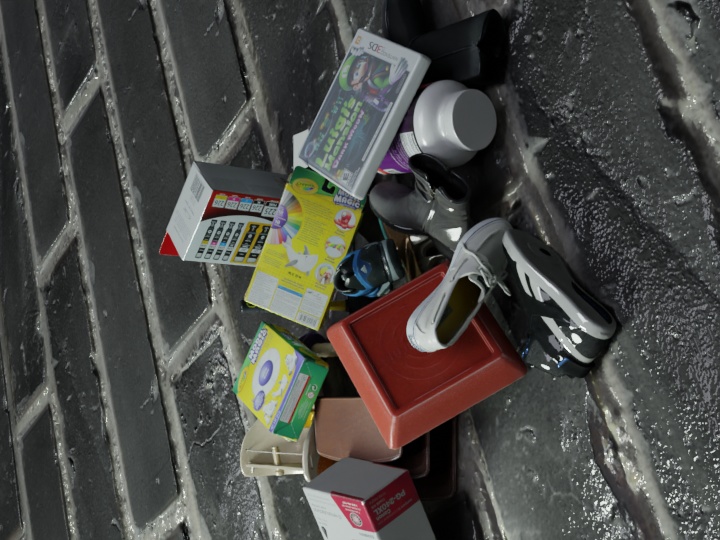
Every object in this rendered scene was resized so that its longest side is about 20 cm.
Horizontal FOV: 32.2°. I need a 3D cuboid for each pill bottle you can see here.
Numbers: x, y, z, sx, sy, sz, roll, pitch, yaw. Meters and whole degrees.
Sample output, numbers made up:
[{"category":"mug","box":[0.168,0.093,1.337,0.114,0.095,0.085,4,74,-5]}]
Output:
[{"category":"pill bottle","box":[0.086,-0.189,1.649,0.199,0.111,0.114,-2,84,54]}]

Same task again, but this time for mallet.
[{"category":"mallet","box":[-0.071,0.059,1.775,0.041,0.197,0.067,107,152,-57]}]

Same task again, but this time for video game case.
[{"category":"video game case","box":[0.000,-0.213,1.662,0.182,0.023,0.202,37,103,56]}]

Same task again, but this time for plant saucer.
[{"category":"plant saucer","box":[0.078,0.094,1.568,0.201,0.198,0.037,59,176,33]}]

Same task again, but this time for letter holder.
[{"category":"letter holder","box":[0.032,0.240,1.685,0.199,0.100,0.144,-8,81,54]}]

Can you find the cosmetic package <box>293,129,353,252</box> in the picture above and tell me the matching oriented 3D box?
[{"category":"cosmetic package","box":[-0.057,-0.103,1.868,0.050,0.082,0.203,-11,76,53]}]

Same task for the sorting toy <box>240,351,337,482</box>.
[{"category":"sorting toy","box":[-0.091,0.213,1.837,0.199,0.106,0.183,-9,83,57]}]

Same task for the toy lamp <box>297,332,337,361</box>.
[{"category":"toy lamp","box":[-0.039,0.118,1.836,0.199,0.058,0.059,-6,81,55]}]

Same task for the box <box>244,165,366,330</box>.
[{"category":"box","box":[-0.073,-0.033,1.724,0.048,0.116,0.202,-41,-28,-82]}]

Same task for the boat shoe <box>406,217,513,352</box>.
[{"category":"boat shoe","box":[0.139,0.015,1.515,0.202,0.075,0.086,-49,22,-21]}]

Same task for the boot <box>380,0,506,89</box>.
[{"category":"boot","box":[0.110,-0.320,1.670,0.199,0.065,0.167,-3,92,58]}]

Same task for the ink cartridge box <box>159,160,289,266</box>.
[{"category":"ink cartridge box","box":[-0.192,-0.065,1.951,0.084,0.198,0.177,54,127,42]}]

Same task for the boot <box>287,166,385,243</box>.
[{"category":"boot","box":[-0.023,-0.080,1.780,0.201,0.096,0.075,54,143,28]}]

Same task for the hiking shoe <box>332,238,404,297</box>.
[{"category":"hiking shoe","box":[0.000,0.000,1.686,0.200,0.086,0.075,119,134,-78]}]

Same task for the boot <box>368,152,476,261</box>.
[{"category":"boot","box":[0.080,-0.103,1.622,0.199,0.070,0.132,29,150,36]}]

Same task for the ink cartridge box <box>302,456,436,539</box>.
[{"category":"ink cartridge box","box":[0.027,0.355,1.614,0.145,0.083,0.202,-2,114,55]}]

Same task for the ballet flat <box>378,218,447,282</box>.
[{"category":"ballet flat","box":[0.086,-0.010,1.677,0.072,0.068,0.202,-33,58,24]}]

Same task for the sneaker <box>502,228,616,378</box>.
[{"category":"sneaker","box":[0.208,0.048,1.479,0.200,0.072,0.113,54,126,42]}]

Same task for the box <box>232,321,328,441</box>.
[{"category":"box","box":[-0.121,0.151,1.794,0.119,0.048,0.200,-66,26,4]}]
